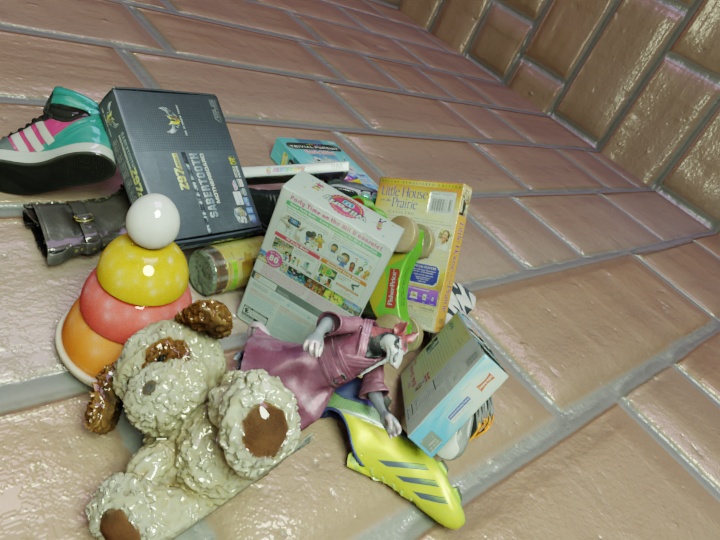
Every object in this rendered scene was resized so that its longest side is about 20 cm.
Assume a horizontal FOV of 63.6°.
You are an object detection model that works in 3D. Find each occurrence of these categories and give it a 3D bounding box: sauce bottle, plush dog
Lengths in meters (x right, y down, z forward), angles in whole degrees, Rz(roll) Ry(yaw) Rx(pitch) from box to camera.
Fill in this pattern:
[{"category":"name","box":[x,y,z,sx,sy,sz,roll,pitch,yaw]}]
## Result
[{"category":"sauce bottle","box":[-0.141,-0.016,0.810,0.065,0.065,0.199,42,36,23]},{"category":"plush dog","box":[-0.151,0.122,0.521,0.173,0.199,0.160,55,5,12]}]

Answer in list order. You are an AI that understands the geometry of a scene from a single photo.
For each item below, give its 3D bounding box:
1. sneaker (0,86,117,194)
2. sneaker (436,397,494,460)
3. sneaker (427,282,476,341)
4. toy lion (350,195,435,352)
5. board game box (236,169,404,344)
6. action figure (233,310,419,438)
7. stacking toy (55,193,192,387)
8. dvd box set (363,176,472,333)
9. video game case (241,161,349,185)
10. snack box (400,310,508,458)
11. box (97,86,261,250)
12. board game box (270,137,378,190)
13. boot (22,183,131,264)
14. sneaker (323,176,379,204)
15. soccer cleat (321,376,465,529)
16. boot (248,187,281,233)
[{"category":"sneaker","box":[-0.400,-0.172,0.739,0.196,0.084,0.123,-4,61,3]},{"category":"sneaker","box":[0.129,0.175,0.716,0.077,0.078,0.200,42,21,1]},{"category":"sneaker","box":[0.101,0.054,0.864,0.129,0.080,0.200,36,33,-2]},{"category":"toy lion","box":[0.000,0.000,0.800,0.189,0.204,0.068,5,-4,34]},{"category":"board game box","box":[-0.054,0.005,0.714,0.146,0.202,0.064,30,32,4]},{"category":"action figure","box":[-0.028,0.103,0.629,0.149,0.197,0.136,-98,164,-71]},{"category":"stacking toy","box":[-0.215,0.011,0.582,0.144,0.202,0.147,20,32,-13]},{"category":"dvd box set","box":[0.070,-0.026,0.819,0.145,0.204,0.029,11,-1,38]},{"category":"video game case","box":[-0.120,-0.154,0.934,0.196,0.018,0.143,-4,4,-4]},{"category":"snack box","box":[0.099,0.121,0.673,0.037,0.116,0.200,41,8,-4]},{"category":"box","box":[-0.227,-0.130,0.748,0.157,0.051,0.203,-15,83,-50]},{"category":"board game box","box":[-0.061,-0.184,1.131,0.149,0.047,0.200,-7,46,-44]},{"category":"boot","box":[-0.342,-0.083,0.756,0.172,0.070,0.200,-8,39,-33]},{"category":"sneaker","box":[0.033,-0.105,0.924,0.197,0.075,0.088,19,27,-13]},{"category":"soccer cleat","box":[0.031,0.208,0.640,0.083,0.065,0.200,-34,67,-23]},{"category":"boot","box":[-0.164,-0.096,0.904,0.196,0.078,0.168,7,8,13]}]
